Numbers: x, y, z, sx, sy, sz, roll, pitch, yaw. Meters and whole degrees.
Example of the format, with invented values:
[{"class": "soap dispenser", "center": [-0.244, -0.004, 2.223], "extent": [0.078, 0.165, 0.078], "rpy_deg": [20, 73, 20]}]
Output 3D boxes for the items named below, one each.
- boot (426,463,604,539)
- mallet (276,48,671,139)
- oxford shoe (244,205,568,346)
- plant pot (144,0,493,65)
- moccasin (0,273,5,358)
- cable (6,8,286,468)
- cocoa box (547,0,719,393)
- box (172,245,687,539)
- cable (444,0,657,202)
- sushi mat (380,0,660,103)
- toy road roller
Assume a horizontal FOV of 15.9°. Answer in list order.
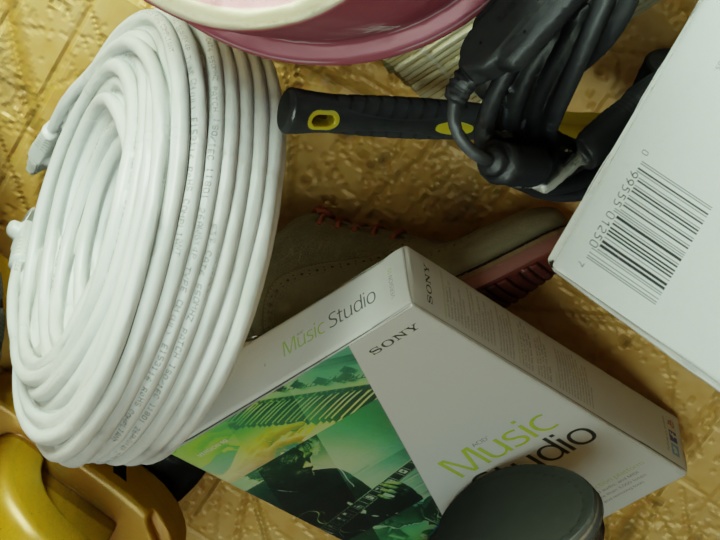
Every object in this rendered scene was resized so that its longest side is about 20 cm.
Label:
[{"class": "boot", "center": [0.088, 0.181, 1.179], "extent": [0.174, 0.069, 0.200], "rpy_deg": [40, 136, -17]}, {"class": "mallet", "center": [0.063, -0.069, 1.062], "extent": [0.200, 0.041, 0.066], "rpy_deg": [8, 120, -29]}, {"class": "oxford shoe", "center": [0.000, 0.000, 1.157], "extent": [0.200, 0.070, 0.075], "rpy_deg": [-19, 75, 8]}, {"class": "plant pot", "center": [-0.023, -0.163, 0.922], "extent": [0.200, 0.179, 0.200], "rpy_deg": [3, 106, 11]}, {"class": "moccasin", "center": [-0.209, -0.003, 1.155], "extent": [0.078, 0.074, 0.201], "rpy_deg": [-19, 71, 28]}, {"class": "cable", "center": [-0.093, -0.011, 1.099], "extent": [0.069, 0.200, 0.200], "rpy_deg": [15, 142, -20]}, {"class": "cocoa box", "center": [0.192, -0.050, 0.965], "extent": [0.133, 0.131, 0.200], "rpy_deg": [36, 108, 24]}, {"class": "box", "center": [0.031, 0.073, 1.155], "extent": [0.144, 0.036, 0.200], "rpy_deg": [-32, 135, 29]}, {"class": "cable", "center": [0.126, -0.102, 0.991], "extent": [0.200, 0.163, 0.051], "rpy_deg": [-50, 57, 10]}, {"class": "sushi mat", "center": [0.096, -0.128, 1.040], "extent": [0.200, 0.012, 0.096], "rpy_deg": [-31, 145, 18]}, {"class": "toy road roller", "center": [-0.173, 0.094, 1.211], "extent": [0.200, 0.146, 0.123], "rpy_deg": [37, 118, -7]}]
